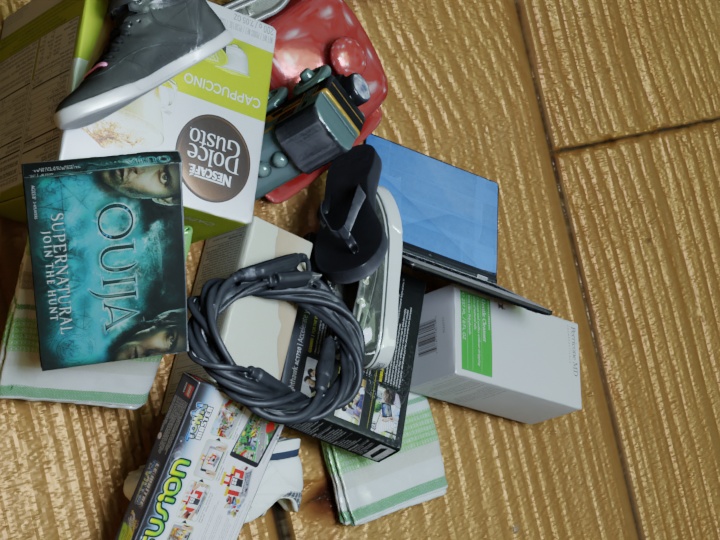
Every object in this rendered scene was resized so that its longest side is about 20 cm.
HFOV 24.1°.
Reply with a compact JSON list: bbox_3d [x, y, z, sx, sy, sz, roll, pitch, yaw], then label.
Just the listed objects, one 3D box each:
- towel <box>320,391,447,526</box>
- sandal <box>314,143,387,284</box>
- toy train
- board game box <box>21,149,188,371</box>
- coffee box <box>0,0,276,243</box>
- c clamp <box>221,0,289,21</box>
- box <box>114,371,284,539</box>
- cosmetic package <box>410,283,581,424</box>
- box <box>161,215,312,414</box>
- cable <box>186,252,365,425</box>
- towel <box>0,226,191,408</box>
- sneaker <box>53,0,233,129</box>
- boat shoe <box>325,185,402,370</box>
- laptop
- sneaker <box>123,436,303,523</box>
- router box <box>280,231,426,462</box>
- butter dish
[{"bbox_3d":[0.013,0.159,1.802,0.149,0.031,0.201,-13,87,-39],"label":"towel"},{"bbox_3d":[-0.016,-0.061,1.698,0.043,0.076,0.201,55,21,-37],"label":"sandal"},{"bbox_3d":[-0.080,-0.125,1.642,0.085,0.199,0.114,54,28,-19],"label":"toy train"},{"bbox_3d":[-0.218,-0.008,1.464,0.134,0.028,0.201,-7,125,-13],"label":"board game box"},{"bbox_3d":[-0.220,-0.140,1.570,0.199,0.200,0.199,16,72,-33],"label":"coffee box"},{"bbox_3d":[-0.170,-0.308,1.686,0.199,0.027,0.172,-20,87,-12],"label":"c clamp"},{"bbox_3d":[-0.153,0.205,1.578,0.110,0.035,0.201,22,91,-36],"label":"box"},{"bbox_3d":[0.147,0.094,1.859,0.199,0.085,0.108,16,64,-38],"label":"cosmetic package"},{"bbox_3d":[-0.122,0.057,1.675,0.077,0.095,0.201,24,70,-31],"label":"box"},{"bbox_3d":[-0.083,0.071,1.597,0.199,0.051,0.164,-19,82,-47],"label":"cable"},{"bbox_3d":[-0.244,0.035,1.531,0.148,0.031,0.201,6,121,-22],"label":"towel"},{"bbox_3d":[-0.203,-0.195,1.429,0.200,0.071,0.100,-38,103,-39],"label":"sneaker"},{"bbox_3d":[0.000,0.000,1.713,0.063,0.071,0.201,14,61,-29],"label":"boat shoe"},{"bbox_3d":[0.104,-0.051,1.825,0.186,0.200,0.117,18,95,-28],"label":"laptop"},{"bbox_3d":[-0.138,0.214,1.652,0.199,0.076,0.081,-6,96,-35],"label":"sneaker"},{"bbox_3d":[-0.017,0.078,1.744,0.149,0.051,0.201,24,57,-22],"label":"router box"},{"bbox_3d":[-0.049,-0.204,1.742,0.200,0.147,0.200,-40,105,-34],"label":"butter dish"}]
